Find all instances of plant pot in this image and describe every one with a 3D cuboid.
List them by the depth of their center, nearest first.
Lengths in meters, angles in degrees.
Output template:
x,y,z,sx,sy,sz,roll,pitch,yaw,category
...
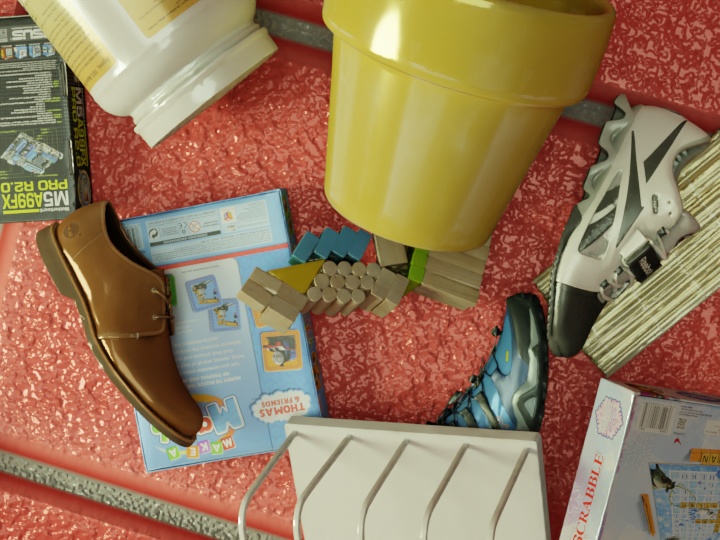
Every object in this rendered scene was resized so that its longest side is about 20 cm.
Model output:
x,y,z,sx,sy,sz,roll,pitch,yaw,category
0.059,-0.125,0.966,0.199,0.201,0.190,18,113,5,plant pot

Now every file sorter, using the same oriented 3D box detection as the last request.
x,y,z,sx,sy,sz,roll,pitch,yaw,category
0.025,0.201,0.979,0.198,0.125,0.140,1,114,23,file sorter

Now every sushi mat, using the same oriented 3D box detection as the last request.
x,y,z,sx,sy,sz,roll,pitch,yaw,category
0.235,-0.015,1.035,0.200,0.012,0.096,-40,90,8,sushi mat

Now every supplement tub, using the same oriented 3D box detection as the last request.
x,y,z,sx,sy,sz,roll,pitch,yaw,category
-0.167,-0.206,0.993,0.144,0.144,0.201,-36,98,8,supplement tub

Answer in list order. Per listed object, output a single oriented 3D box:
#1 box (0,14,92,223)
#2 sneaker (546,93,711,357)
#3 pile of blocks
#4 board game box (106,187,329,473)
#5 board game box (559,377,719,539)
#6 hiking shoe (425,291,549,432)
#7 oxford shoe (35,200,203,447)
x,y,z,sx,sy,sz,roll,pitch,yaw,category
-0.318,-0.115,1.074,0.198,0.044,0.162,-3,95,7,box
0.197,-0.024,0.990,0.088,0.074,0.202,20,89,20,sneaker
0.000,0.000,1.030,0.198,0.062,0.083,-5,78,-16,pile of blocks
-0.114,0.048,1.068,0.150,0.037,0.202,-10,93,8,board game box
0.235,0.189,0.985,0.199,0.041,0.201,11,96,-30,board game box
0.094,0.112,1.030,0.086,0.074,0.202,10,96,5,hiking shoe
-0.167,0.039,1.022,0.071,0.071,0.201,-31,88,7,oxford shoe
